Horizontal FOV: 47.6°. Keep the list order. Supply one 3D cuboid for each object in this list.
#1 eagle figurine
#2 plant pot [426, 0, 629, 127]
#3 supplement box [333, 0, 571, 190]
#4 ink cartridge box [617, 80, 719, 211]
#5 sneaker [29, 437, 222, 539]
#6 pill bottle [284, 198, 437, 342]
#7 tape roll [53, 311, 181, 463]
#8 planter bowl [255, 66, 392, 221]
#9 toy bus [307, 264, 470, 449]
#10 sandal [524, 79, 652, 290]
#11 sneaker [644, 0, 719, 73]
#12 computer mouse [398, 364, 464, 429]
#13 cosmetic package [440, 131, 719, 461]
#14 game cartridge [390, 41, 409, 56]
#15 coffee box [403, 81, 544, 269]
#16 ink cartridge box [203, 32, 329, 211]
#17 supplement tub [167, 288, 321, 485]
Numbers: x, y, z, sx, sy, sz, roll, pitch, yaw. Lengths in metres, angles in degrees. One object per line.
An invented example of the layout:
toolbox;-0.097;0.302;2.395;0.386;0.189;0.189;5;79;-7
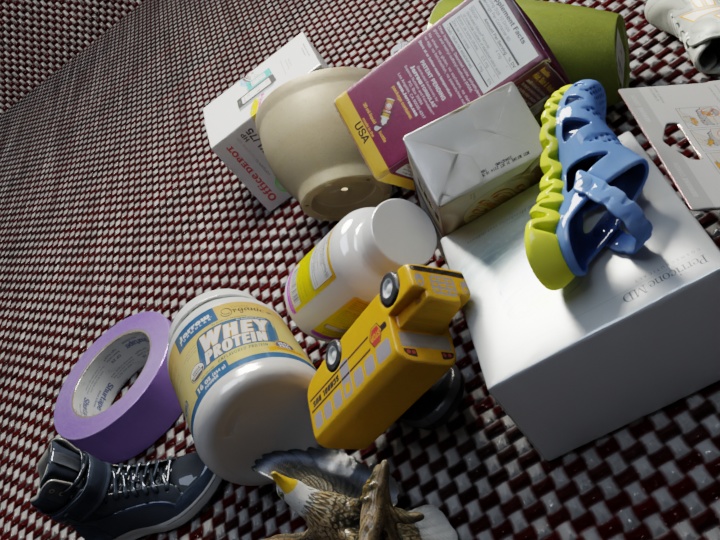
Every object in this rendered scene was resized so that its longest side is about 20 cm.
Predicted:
eagle figurine;-0.029;0.221;0.713;0.152;0.151;0.200;-19;-9;-33
plant pot;0.202;-0.232;0.946;0.200;0.187;0.187;-1;50;27
supplement box;0.095;-0.178;0.829;0.200;0.131;0.103;-33;76;20
ink cartridge box;0.336;-0.102;0.707;0.176;0.045;0.200;-6;40;2
sneaker;-0.261;0.227;0.893;0.202;0.146;0.077;-29;35;14
pill bottle;0.000;0.000;0.862;0.200;0.104;0.104;-39;22;56
tape roll;-0.311;0.153;1.089;0.200;0.066;0.200;-26;37;21
planter bowl;-0.029;-0.148;1.063;0.200;0.200;0.135;-22;66;25
toy bus;0.023;0.080;0.727;0.200;0.065;0.078;-52;39;41
sandal;0.187;-0.074;0.648;0.087;0.079;0.200;-10;52;31
sneaker;0.372;-0.261;0.887;0.092;0.076;0.200;-48;34;-2
computer mouse;0.063;0.090;0.823;0.141;0.046;0.200;-56;26;-13
cosmetic package;0.197;0.019;0.704;0.199;0.123;0.200;-31;37;15
game cartridge;0.076;-0.208;1.041;0.041;0.133;0.200;-14;25;8
coffee box;0.115;-0.084;0.805;0.114;0.200;0.080;-26;72;0
ink cartridge box;-0.113;-0.225;1.240;0.200;0.147;0.146;-36;36;9
supplement tub;-0.128;0.117;0.883;0.145;0.145;0.200;-42;35;-1
